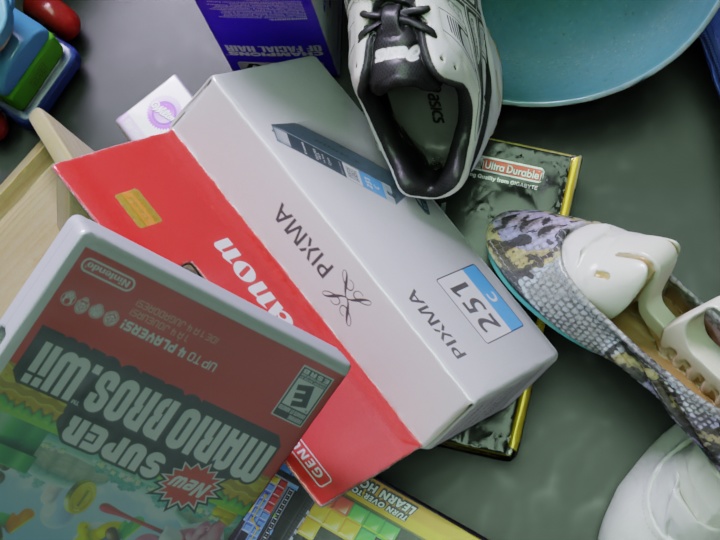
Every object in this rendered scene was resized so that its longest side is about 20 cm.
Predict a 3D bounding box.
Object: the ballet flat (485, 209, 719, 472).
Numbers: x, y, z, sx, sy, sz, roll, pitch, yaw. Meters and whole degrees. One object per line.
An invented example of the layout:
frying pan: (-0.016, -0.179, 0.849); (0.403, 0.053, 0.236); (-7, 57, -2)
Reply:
ballet flat: (0.146, 0.023, 0.954); (0.200, 0.072, 0.072); (43, 85, 17)

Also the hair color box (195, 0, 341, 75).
hair color box: (-0.047, -0.174, 0.995); (0.065, 0.200, 0.109); (0, 80, 6)

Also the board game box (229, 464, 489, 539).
board game box: (0.007, 0.197, 0.997); (0.200, 0.057, 0.165); (28, 82, 9)

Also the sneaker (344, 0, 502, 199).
sneaker: (0.026, -0.125, 0.940); (0.076, 0.088, 0.200); (-8, 121, 17)

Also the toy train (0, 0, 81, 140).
toy train: (-0.248, -0.156, 1.051); (0.200, 0.116, 0.085); (33, 83, 9)

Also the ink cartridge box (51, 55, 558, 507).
ink cartridge box: (-0.019, -0.004, 0.933); (0.200, 0.176, 0.045); (51, 122, 11)

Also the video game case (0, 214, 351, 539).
video game case: (-0.113, 0.089, 0.820); (0.200, 0.143, 0.017); (-55, 35, 9)

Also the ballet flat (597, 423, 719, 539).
ballet flat: (0.198, 0.087, 0.997); (0.200, 0.069, 0.069); (-38, 79, -3)

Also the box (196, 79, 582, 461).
box: (0.000, 0.000, 1.038); (0.200, 0.049, 0.160); (13, 83, 7)

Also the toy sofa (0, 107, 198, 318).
toy sofa: (-0.183, 0.027, 1.016); (0.200, 0.098, 0.083); (-47, 37, 6)

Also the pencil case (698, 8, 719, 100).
pencil case: (0.220, -0.077, 1.018); (0.087, 0.078, 0.200); (-7, 77, -20)

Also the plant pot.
plant pot: (0.090, -0.202, 1.011); (0.200, 0.200, 0.135); (6, 36, 6)

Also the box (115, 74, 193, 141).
box: (-0.045, -0.007, 0.998); (0.041, 0.039, 0.200); (-37, 79, -4)
